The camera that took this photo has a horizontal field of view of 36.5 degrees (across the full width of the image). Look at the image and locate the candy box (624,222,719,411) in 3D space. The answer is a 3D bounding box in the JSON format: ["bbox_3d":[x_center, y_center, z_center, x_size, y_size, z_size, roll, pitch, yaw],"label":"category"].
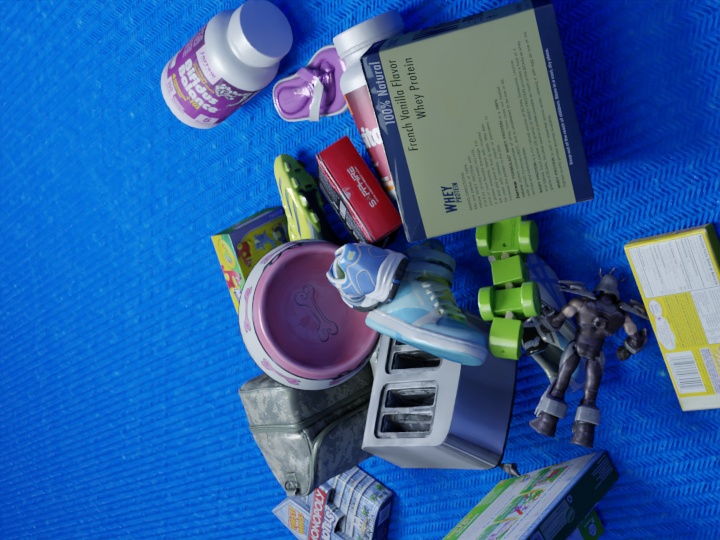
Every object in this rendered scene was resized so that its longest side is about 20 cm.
[{"bbox_3d":[0.363,0.054,1.176,0.101,0.026,0.203,-13,103,44],"label":"candy box"}]

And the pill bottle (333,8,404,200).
[{"bbox_3d":[0.044,-0.195,1.285,0.112,0.112,0.203,-16,100,47],"label":"pill bottle"}]

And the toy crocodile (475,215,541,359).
[{"bbox_3d":[0.172,0.001,1.249,0.066,0.062,0.203,-8,65,22],"label":"toy crocodile"}]

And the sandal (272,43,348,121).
[{"bbox_3d":[-0.064,-0.227,1.400,0.202,0.049,0.083,-19,99,59],"label":"sandal"}]

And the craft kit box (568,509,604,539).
[{"bbox_3d":[0.183,0.379,1.397,0.199,0.197,0.049,-23,100,48],"label":"craft kit box"}]

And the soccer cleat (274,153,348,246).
[{"bbox_3d":[-0.078,-0.062,1.509,0.083,0.065,0.202,-23,98,31],"label":"soccer cleat"}]

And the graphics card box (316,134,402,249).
[{"bbox_3d":[-0.003,-0.086,1.361,0.126,0.051,0.200,56,175,4],"label":"graphics card box"}]

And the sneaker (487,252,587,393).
[{"bbox_3d":[0.209,0.053,1.293,0.072,0.072,0.202,-35,85,51],"label":"sneaker"}]

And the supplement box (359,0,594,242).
[{"bbox_3d":[0.124,-0.161,1.145,0.197,0.134,0.203,-13,105,12],"label":"supplement box"}]

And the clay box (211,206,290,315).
[{"bbox_3d":[-0.132,0.022,1.579,0.047,0.114,0.203,-5,110,44],"label":"clay box"}]

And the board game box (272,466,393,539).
[{"bbox_3d":[-0.050,0.387,1.742,0.198,0.061,0.203,29,130,29],"label":"board game box"}]

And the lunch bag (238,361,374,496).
[{"bbox_3d":[-0.051,0.208,1.545,0.138,0.199,0.170,-8,101,45],"label":"lunch bag"}]

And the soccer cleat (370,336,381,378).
[{"bbox_3d":[0.047,0.157,1.505,0.069,0.077,0.203,-13,102,47],"label":"soccer cleat"}]

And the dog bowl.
[{"bbox_3d":[-0.058,0.054,1.421,0.202,0.198,0.074,60,164,-1],"label":"dog bowl"}]

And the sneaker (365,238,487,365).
[{"bbox_3d":[0.092,0.031,1.288,0.199,0.079,0.132,18,83,51],"label":"sneaker"}]

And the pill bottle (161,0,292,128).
[{"bbox_3d":[-0.177,-0.277,1.456,0.199,0.112,0.113,-28,92,49],"label":"pill bottle"}]

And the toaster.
[{"bbox_3d":[0.103,0.153,1.365,0.198,0.118,0.184,-9,64,47],"label":"toaster"}]

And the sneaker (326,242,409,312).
[{"bbox_3d":[0.000,0.000,1.301,0.076,0.077,0.200,24,166,-7],"label":"sneaker"}]

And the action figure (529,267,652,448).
[{"bbox_3d":[0.253,0.092,1.232,0.128,0.069,0.203,18,93,8],"label":"action figure"}]

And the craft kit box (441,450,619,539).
[{"bbox_3d":[0.196,0.311,1.355,0.197,0.199,0.049,-26,95,49],"label":"craft kit box"}]
